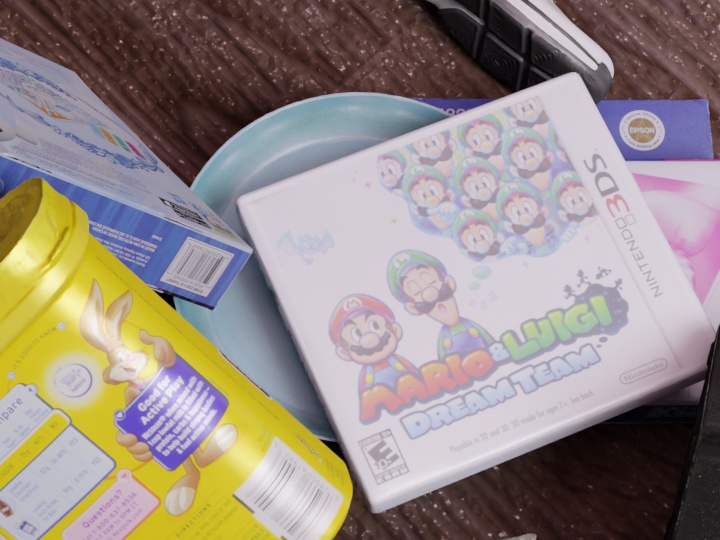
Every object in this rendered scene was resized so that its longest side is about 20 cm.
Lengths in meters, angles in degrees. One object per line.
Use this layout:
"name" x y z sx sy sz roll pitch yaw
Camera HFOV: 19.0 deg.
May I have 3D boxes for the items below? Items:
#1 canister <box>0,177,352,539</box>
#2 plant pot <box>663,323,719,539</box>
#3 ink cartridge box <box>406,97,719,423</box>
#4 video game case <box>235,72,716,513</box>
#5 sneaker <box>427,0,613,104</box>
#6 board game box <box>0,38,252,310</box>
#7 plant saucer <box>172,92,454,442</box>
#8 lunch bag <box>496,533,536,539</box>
"canister" -0.120 0.078 0.960 0.149 0.087 0.200 -43 111 8
"plant pot" 0.236 0.128 1.025 0.177 0.200 0.200 13 25 8
"ink cartridge box" 0.111 -0.014 1.186 0.196 0.043 0.200 -1 69 -5
"video game case" 0.060 0.007 1.109 0.200 0.024 0.182 -21 69 -10
"sneaker" 0.087 -0.187 1.236 0.200 0.076 0.115 40 71 15
"board game box" -0.179 -0.070 1.066 0.043 0.200 0.199 -56 47 11
"plant saucer" 0.000 0.000 1.137 0.200 0.027 0.200 1 67 -2
"lunch bag" 0.020 0.235 0.992 0.164 0.118 0.200 -8 45 -2
